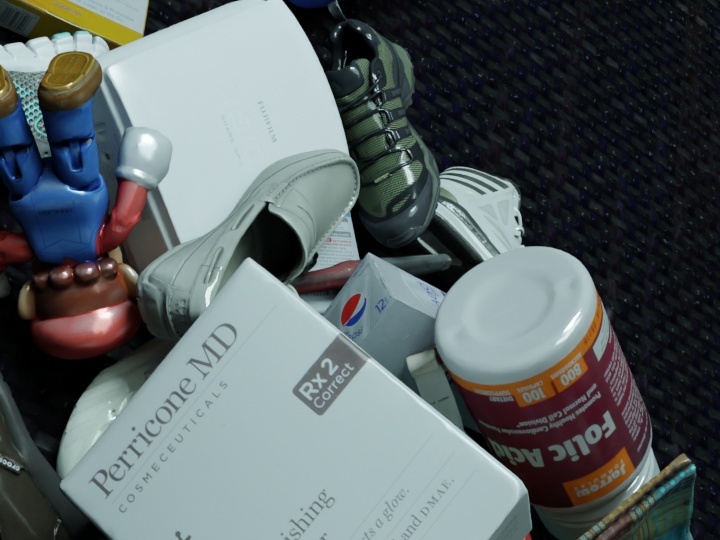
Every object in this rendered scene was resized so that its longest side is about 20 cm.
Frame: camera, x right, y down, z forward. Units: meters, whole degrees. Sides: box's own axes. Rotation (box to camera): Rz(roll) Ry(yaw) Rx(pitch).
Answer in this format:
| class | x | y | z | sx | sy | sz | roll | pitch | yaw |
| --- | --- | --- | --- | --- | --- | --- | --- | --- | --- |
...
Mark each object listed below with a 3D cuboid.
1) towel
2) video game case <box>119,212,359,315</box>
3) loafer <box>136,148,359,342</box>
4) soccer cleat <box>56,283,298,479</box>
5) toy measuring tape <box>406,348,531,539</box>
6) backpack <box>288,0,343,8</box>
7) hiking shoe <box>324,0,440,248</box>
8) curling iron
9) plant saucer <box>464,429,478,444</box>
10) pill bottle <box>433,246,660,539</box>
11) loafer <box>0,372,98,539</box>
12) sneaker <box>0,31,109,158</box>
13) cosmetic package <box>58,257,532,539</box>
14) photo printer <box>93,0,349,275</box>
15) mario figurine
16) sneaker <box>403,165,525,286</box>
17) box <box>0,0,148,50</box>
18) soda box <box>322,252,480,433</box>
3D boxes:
| class | x | y | z | sx | sy | sz | roll | pitch | yaw |
| --- | --- | --- | --- | --- | --- | --- | --- | --- | --- |
| towel | 0.175 | 0.205 | 0.910 | 0.146 | 0.201 | 0.022 | -38 | 63 | -7 |
| video game case | -0.092 | -0.052 | 0.970 | 0.198 | 0.022 | 0.185 | 3 | 66 | -36 |
| loafer | -0.056 | -0.017 | 0.835 | 0.200 | 0.069 | 0.071 | -44 | 128 | -40 |
| soccer cleat | -0.115 | 0.069 | 0.837 | 0.070 | 0.077 | 0.200 | 53 | 53 | -15 |
| toy measuring tape | 0.071 | 0.155 | 0.890 | 0.073 | 0.073 | 0.203 | -20 | 92 | -42 |
| backpack | -0.010 | -0.325 | 1.083 | 0.199 | 0.168 | 0.163 | -31 | 81 | -40 |
| hiking shoe | 0.003 | -0.112 | 1.026 | 0.100 | 0.075 | 0.202 | 33 | 38 | -47 |
| curling iron | 0.000 | 0.000 | 0.970 | 0.198 | 0.049 | 0.026 | 0 | 61 | -46 |
| plant saucer | 0.028 | 0.191 | 0.927 | 0.199 | 0.039 | 0.204 | 19 | 56 | -30 |
| pill bottle | 0.136 | 0.093 | 0.909 | 0.201 | 0.113 | 0.115 | 60 | 39 | -35 |
| loafer | -0.226 | 0.107 | 0.743 | 0.201 | 0.073 | 0.071 | 54 | 45 | -3 |
| sneaker | -0.232 | -0.095 | 0.848 | 0.198 | 0.077 | 0.092 | -20 | 84 | -41 |
| cosmetic package | -0.028 | 0.134 | 0.746 | 0.199 | 0.165 | 0.165 | 37 | 81 | 17 |
| photo printer | -0.092 | -0.092 | 0.907 | 0.199 | 0.069 | 0.169 | -32 | 106 | -43 |
| mario figurine | -0.184 | -0.037 | 0.805 | 0.106 | 0.122 | 0.203 | -47 | 142 | -45 |
| sneaker | 0.130 | -0.008 | 1.085 | 0.201 | 0.076 | 0.116 | 47 | 49 | -6 |
| box | -0.210 | -0.252 | 0.971 | 0.118 | 0.041 | 0.203 | 21 | 53 | -28 |
| soda box | 0.068 | 0.065 | 0.976 | 0.198 | 0.069 | 0.064 | 27 | 19 | -33 |
